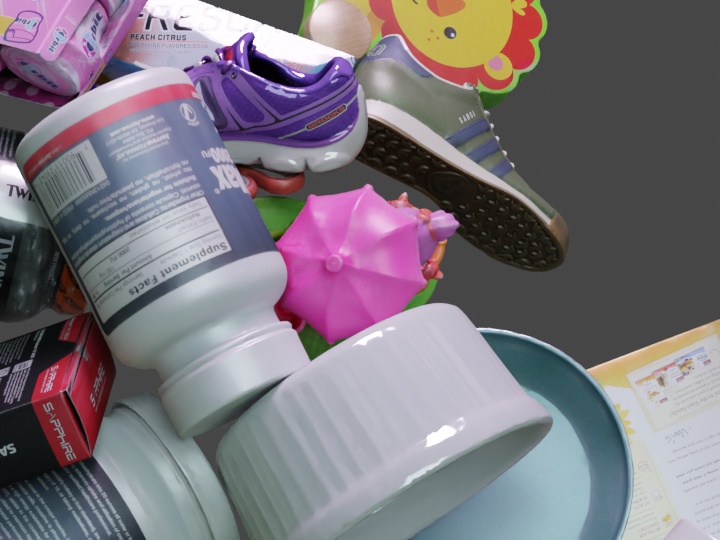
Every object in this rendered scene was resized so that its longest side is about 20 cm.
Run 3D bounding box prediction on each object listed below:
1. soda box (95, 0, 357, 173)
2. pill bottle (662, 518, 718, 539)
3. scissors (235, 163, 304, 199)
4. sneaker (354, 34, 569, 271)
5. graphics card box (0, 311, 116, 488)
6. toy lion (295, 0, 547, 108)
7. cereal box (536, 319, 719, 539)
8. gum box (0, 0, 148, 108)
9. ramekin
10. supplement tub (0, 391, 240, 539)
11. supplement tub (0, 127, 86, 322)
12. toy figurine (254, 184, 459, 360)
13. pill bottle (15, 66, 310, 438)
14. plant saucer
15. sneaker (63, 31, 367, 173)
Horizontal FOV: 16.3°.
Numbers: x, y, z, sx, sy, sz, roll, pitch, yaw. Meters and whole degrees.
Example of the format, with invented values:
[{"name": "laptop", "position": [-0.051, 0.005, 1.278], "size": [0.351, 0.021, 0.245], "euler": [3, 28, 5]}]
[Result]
[{"name": "soda box", "position": [-0.106, -0.136, 1.680], "size": [0.199, 0.068, 0.064], "euler": [19, 68, 3]}, {"name": "pill bottle", "position": [0.170, 0.257, 1.568], "size": [0.113, 0.113, 0.200], "euler": [40, 84, 3]}, {"name": "scissors", "position": [-0.121, -0.074, 1.642], "size": [0.073, 0.200, 0.014], "euler": [-25, 121, -38]}, {"name": "sneaker", "position": [0.071, -0.085, 1.688], "size": [0.200, 0.067, 0.090], "euler": [34, 53, -29]}, {"name": "graphics card box", "position": [-0.250, 0.097, 1.508], "size": [0.199, 0.126, 0.051], "euler": [-18, 110, 8]}, {"name": "toy lion", "position": [0.033, -0.205, 1.757], "size": [0.191, 0.069, 0.201], "euler": [-7, 72, -22]}, {"name": "cereal box", "position": [0.218, 0.149, 1.680], "size": [0.143, 0.040, 0.201], "euler": [-19, 77, -16]}, {"name": "gum box", "position": [-0.237, -0.181, 1.627], "size": [0.200, 0.066, 0.114], "euler": [14, 63, 30]}, {"name": "ramekin", "position": [0.009, 0.106, 1.523], "size": [0.200, 0.201, 0.098], "euler": [-27, 76, -20]}, {"name": "supplement tub", "position": [-0.188, 0.175, 1.526], "size": [0.200, 0.140, 0.141], "euler": [-30, 80, -20]}, {"name": "supplement tub", "position": [-0.265, -0.037, 1.592], "size": [0.199, 0.123, 0.123], "euler": [11, 69, -8]}, {"name": "toy figurine", "position": [0.000, 0.000, 1.594], "size": [0.200, 0.184, 0.151], "euler": [-22, 89, -25]}, {"name": "pill bottle", "position": [-0.113, -0.008, 1.503], "size": [0.119, 0.120, 0.200], "euler": [-25, 81, -19]}, {"name": "plant saucer", "position": [0.077, 0.138, 1.635], "size": [0.199, 0.036, 0.201], "euler": [-1, 72, 4]}, {"name": "sneaker", "position": [-0.094, -0.112, 1.605], "size": [0.199, 0.081, 0.084], "euler": [0, 114, 8]}]
